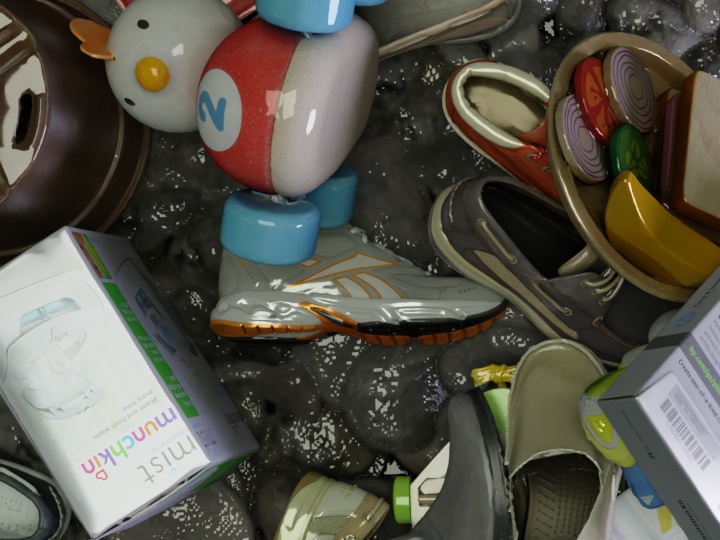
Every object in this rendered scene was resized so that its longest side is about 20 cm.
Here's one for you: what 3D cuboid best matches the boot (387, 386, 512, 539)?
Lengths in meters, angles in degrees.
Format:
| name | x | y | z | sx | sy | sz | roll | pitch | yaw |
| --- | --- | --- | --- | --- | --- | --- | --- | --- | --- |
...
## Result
| name | x | y | z | sx | sy | sz | roll | pitch | yaw |
| --- | --- | --- | --- | --- | --- | --- | --- | --- | --- |
| boot | 0.033 | 0.179 | 1.565 | 0.132 | 0.070 | 0.200 | -4 | 87 | 2 |

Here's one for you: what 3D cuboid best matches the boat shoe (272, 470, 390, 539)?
| name | x | y | z | sx | sy | sz | roll | pitch | yaw |
| --- | --- | --- | --- | --- | --- | --- | --- | --- | --- |
| boat shoe | -0.042 | 0.237 | 1.616 | 0.063 | 0.073 | 0.201 | 19 | 83 | 11 |

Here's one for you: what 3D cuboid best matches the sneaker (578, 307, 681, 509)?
| name | x | y | z | sx | sy | sz | roll | pitch | yaw |
| --- | --- | --- | --- | --- | --- | --- | --- | --- | --- |
| sneaker | 0.216 | 0.084 | 1.534 | 0.200 | 0.076 | 0.105 | -31 | 104 | -38 |

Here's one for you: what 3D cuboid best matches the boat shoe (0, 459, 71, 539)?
| name | x | y | z | sx | sy | sz | roll | pitch | yaw |
| --- | --- | --- | --- | --- | --- | --- | --- | --- | --- |
| boat shoe | -0.297 | 0.144 | 1.649 | 0.200 | 0.060 | 0.076 | 9 | 90 | 6 |

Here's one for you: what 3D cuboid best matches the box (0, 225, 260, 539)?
| name | x | y | z | sx | sy | sz | roll | pitch | yaw |
| --- | --- | --- | --- | --- | --- | --- | --- | --- | --- |
| box | -0.162 | 0.073 | 1.567 | 0.097 | 0.200 | 0.177 | -34 | 85 | 4 |

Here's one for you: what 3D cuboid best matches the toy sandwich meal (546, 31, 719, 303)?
| name | x | y | z | sx | sy | sz | roll | pitch | yaw |
| --- | --- | --- | --- | --- | --- | --- | --- | --- | --- |
| toy sandwich meal | 0.206 | -0.069 | 1.542 | 0.070 | 0.205 | 0.205 | -27 | 85 | 45 |

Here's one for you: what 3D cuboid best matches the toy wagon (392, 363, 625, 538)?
| name | x | y | z | sx | sy | sz | roll | pitch | yaw |
| --- | --- | --- | --- | --- | --- | --- | --- | --- | --- |
| toy wagon | 0.100 | 0.162 | 1.617 | 0.155 | 0.040 | 0.200 | -3 | 88 | 6 |

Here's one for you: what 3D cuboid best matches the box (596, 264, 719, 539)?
| name | x | y | z | sx | sy | sz | roll | pitch | yaw |
| --- | --- | --- | --- | --- | --- | --- | --- | --- | --- |
| box | 0.251 | 0.076 | 1.482 | 0.200 | 0.041 | 0.156 | -45 | 109 | -29 |

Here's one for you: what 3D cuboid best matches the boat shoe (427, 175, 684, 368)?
| name | x | y | z | sx | sy | sz | roll | pitch | yaw |
| --- | --- | --- | --- | --- | --- | --- | --- | --- | --- |
| boat shoe | 0.139 | 0.003 | 1.576 | 0.200 | 0.073 | 0.075 | 27 | 68 | -11 |

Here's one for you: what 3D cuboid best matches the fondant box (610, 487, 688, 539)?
| name | x | y | z | sx | sy | sz | roll | pitch | yaw |
| --- | --- | --- | --- | --- | --- | --- | --- | --- | --- |
| fondant box | 0.251 | 0.175 | 1.552 | 0.200 | 0.058 | 0.144 | -34 | 71 | -13 |

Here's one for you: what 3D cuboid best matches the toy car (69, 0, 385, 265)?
| name | x | y | z | sx | sy | sz | roll | pitch | yaw |
| --- | --- | --- | --- | --- | --- | --- | --- | --- | --- |
| toy car | -0.099 | -0.125 | 1.540 | 0.200 | 0.177 | 0.184 | 13 | 109 | 12 |

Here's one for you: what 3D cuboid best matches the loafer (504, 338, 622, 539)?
| name | x | y | z | sx | sy | sz | roll | pitch | yaw |
| --- | --- | --- | --- | --- | --- | --- | --- | --- | --- |
| loafer | 0.128 | 0.121 | 1.518 | 0.076 | 0.068 | 0.200 | -4 | 56 | 7 |

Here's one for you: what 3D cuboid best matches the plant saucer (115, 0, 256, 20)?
| name | x | y | z | sx | sy | sz | roll | pitch | yaw |
| --- | --- | --- | --- | --- | --- | --- | --- | --- | --- |
| plant saucer | -0.104 | -0.271 | 1.650 | 0.200 | 0.037 | 0.200 | -33 | 86 | 4 |

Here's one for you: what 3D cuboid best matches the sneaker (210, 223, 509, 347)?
| name | x | y | z | sx | sy | sz | roll | pitch | yaw |
| --- | --- | --- | --- | --- | --- | --- | --- | --- | --- |
| sneaker | 0.000 | 0.000 | 1.617 | 0.200 | 0.076 | 0.092 | 1 | 76 | 0 |

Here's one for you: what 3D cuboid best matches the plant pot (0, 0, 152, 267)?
| name | x | y | z | sx | sy | sz | roll | pitch | yaw |
| --- | --- | --- | --- | --- | --- | --- | --- | --- | --- |
| plant pot | -0.252 | -0.100 | 1.581 | 0.200 | 0.198 | 0.200 | 0 | 89 | 5 |

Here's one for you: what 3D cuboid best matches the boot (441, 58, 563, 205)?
| name | x | y | z | sx | sy | sz | roll | pitch | yaw |
| --- | --- | --- | --- | --- | --- | --- | --- | --- | --- |
| boot | 0.138 | -0.071 | 1.586 | 0.200 | 0.107 | 0.075 | 33 | 89 | 3 |

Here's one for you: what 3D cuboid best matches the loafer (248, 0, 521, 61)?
| name | x | y | z | sx | sy | sz | roll | pitch | yaw |
| --- | --- | --- | --- | --- | --- | --- | --- | --- | --- |
| loafer | 0.008 | -0.171 | 1.622 | 0.200 | 0.063 | 0.072 | -13 | 87 | 6 |
